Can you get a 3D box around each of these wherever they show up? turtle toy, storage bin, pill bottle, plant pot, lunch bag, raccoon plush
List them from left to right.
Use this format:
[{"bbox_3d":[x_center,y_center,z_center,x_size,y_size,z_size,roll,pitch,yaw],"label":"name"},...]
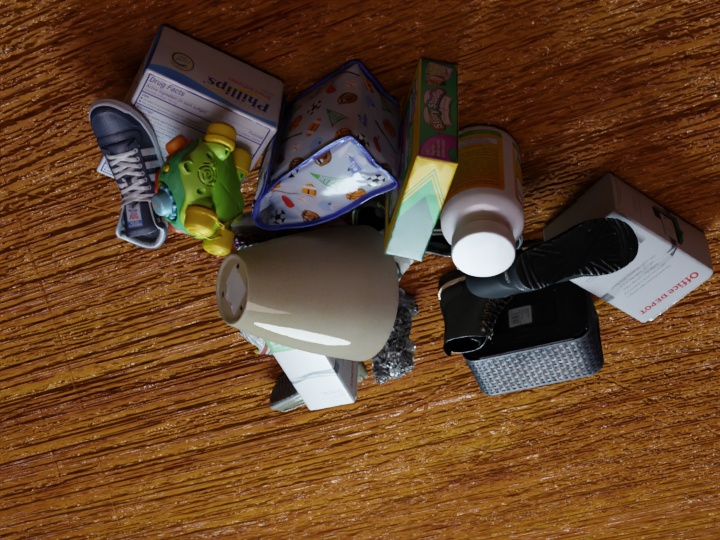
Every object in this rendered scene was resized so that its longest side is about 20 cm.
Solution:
[{"bbox_3d":[-0.202,-0.097,1.420,0.101,0.146,0.200,8,163,12],"label":"turtle toy"},{"bbox_3d":[-0.082,0.026,1.486,0.199,0.188,0.187,3,142,-35],"label":"plant pot"},{"bbox_3d":[-0.058,-0.155,1.472,0.200,0.170,0.124,-27,126,29],"label":"lunch bag"},{"bbox_3d":[0.010,0.088,1.742,0.200,0.134,0.097,29,132,-24],"label":"raccoon plush"},{"bbox_3d":[0.162,-0.091,1.499,0.110,0.201,0.111,2,136,2],"label":"pill bottle"},{"bbox_3d":[0.264,0.098,1.731,0.199,0.136,0.094,-13,134,17],"label":"storage bin"}]

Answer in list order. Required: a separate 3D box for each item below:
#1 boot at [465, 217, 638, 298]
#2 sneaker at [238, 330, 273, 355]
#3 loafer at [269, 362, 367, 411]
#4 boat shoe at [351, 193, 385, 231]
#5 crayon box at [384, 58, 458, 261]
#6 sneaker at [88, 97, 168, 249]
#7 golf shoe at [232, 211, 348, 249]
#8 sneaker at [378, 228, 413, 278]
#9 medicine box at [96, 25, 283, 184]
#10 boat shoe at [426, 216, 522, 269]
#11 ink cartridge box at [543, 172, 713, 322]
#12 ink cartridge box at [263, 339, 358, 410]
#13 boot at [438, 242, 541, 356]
[{"bbox_3d":[0.259,-0.016,1.550,0.199,0.077,0.168,-18,-178,-18],"label":"boot"},{"bbox_3d":[-0.168,0.073,1.783,0.082,0.078,0.200,-10,134,16],"label":"sneaker"},{"bbox_3d":[-0.071,0.197,1.903,0.199,0.075,0.070,-27,124,28],"label":"loafer"},{"bbox_3d":[0.025,-0.047,1.656,0.071,0.061,0.202,-9,134,12],"label":"boat shoe"},{"bbox_3d":[0.079,-0.144,1.451,0.058,0.201,0.173,11,136,-8],"label":"crayon box"},{"bbox_3d":[-0.292,-0.116,1.427,0.070,0.109,0.200,-10,134,14],"label":"sneaker"},{"bbox_3d":[-0.110,-0.078,1.561,0.199,0.092,0.072,-10,168,-44],"label":"golf shoe"},{"bbox_3d":[0.000,0.000,1.605,0.076,0.088,0.200,40,151,-14],"label":"sneaker"},{"bbox_3d":[-0.227,-0.191,1.497,0.182,0.103,0.200,23,133,-18],"label":"medicine box"},{"bbox_3d":[0.150,-0.044,1.629,0.199,0.068,0.074,13,132,-24],"label":"boat shoe"},{"bbox_3d":[0.388,-0.029,1.629,0.199,0.085,0.146,28,131,-23],"label":"ink cartridge box"},{"bbox_3d":[-0.075,0.101,1.755,0.084,0.146,0.200,-13,133,16],"label":"ink cartridge box"},{"bbox_3d":[0.211,0.049,1.684,0.199,0.139,0.077,-26,128,26],"label":"boot"}]
